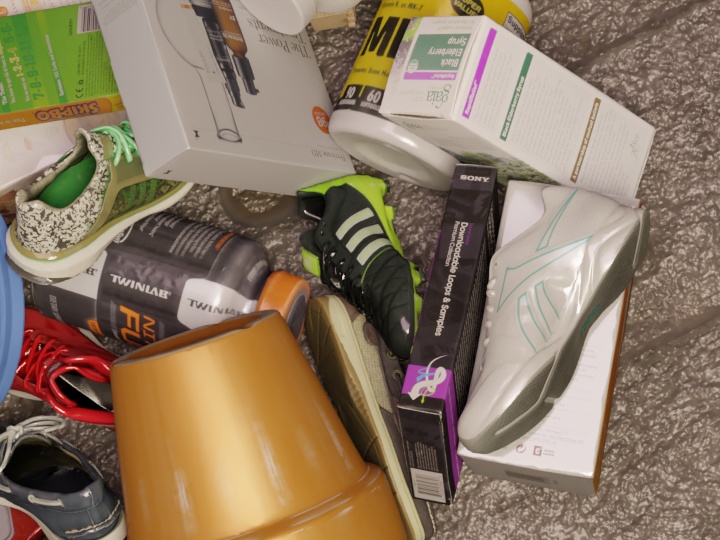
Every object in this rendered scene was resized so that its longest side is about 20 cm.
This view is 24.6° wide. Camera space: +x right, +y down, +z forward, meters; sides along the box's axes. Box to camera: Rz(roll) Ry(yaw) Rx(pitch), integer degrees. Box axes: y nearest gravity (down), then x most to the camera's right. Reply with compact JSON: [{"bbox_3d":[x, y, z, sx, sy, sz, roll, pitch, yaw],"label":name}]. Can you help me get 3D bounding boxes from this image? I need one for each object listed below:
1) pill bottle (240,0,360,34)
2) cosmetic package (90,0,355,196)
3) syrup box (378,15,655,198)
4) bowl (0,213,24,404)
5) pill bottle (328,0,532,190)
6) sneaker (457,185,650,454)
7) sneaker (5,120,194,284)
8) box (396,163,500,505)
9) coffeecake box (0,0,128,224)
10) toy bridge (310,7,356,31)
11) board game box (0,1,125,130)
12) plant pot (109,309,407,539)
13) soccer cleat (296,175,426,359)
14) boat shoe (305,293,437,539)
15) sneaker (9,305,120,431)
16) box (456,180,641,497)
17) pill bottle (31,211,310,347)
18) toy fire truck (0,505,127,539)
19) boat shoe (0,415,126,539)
[{"bbox_3d":[-0.014,-0.276,1.269,0.111,0.111,0.200,31,69,15],"label":"pill bottle"},{"bbox_3d":[-0.100,-0.138,1.244,0.052,0.200,0.151,-27,73,32],"label":"cosmetic package"},{"bbox_3d":[0.116,-0.109,1.195,0.079,0.200,0.082,9,76,50],"label":"syrup box"},{"bbox_3d":[-0.322,0.027,1.269,0.200,0.039,0.202,3,94,48],"label":"bowl"},{"bbox_3d":[0.063,-0.173,1.267,0.114,0.114,0.201,21,81,14],"label":"pill bottle"},{"bbox_3d":[0.115,0.032,1.109,0.080,0.070,0.201,28,76,23],"label":"sneaker"},{"bbox_3d":[-0.180,-0.077,1.206,0.077,0.089,0.200,32,60,18],"label":"sneaker"},{"bbox_3d":[0.067,0.045,1.170,0.036,0.143,0.201,9,59,13],"label":"box"},{"bbox_3d":[-0.250,-0.148,1.335,0.199,0.073,0.154,-26,74,3],"label":"coffeecake box"},{"bbox_3d":[-0.019,-0.291,1.354,0.067,0.027,0.201,-10,74,6],"label":"toy bridge"},{"bbox_3d":[-0.272,-0.154,1.277,0.199,0.030,0.096,-7,60,7],"label":"board game box"},{"bbox_3d":[-0.089,0.132,1.148,0.199,0.200,0.184,-17,95,5],"label":"plant pot"},{"bbox_3d":[0.000,0.000,1.223,0.081,0.068,0.200,-9,38,-8],"label":"soccer cleat"},{"bbox_3d":[0.022,0.106,1.229,0.066,0.072,0.202,-17,76,-21],"label":"boat shoe"},{"bbox_3d":[-0.236,0.067,1.259,0.199,0.116,0.079,18,80,13],"label":"sneaker"},{"bbox_3d":[0.140,0.051,1.194,0.097,0.124,0.201,9,79,11],"label":"box"},{"bbox_3d":[-0.141,0.012,1.261,0.199,0.106,0.107,17,80,13],"label":"pill bottle"},{"bbox_3d":[-0.256,0.237,1.235,0.199,0.112,0.168,-22,55,3],"label":"toy fire truck"},{"bbox_3d":[-0.245,0.147,1.226,0.075,0.062,0.200,-27,33,-26],"label":"boat shoe"}]
